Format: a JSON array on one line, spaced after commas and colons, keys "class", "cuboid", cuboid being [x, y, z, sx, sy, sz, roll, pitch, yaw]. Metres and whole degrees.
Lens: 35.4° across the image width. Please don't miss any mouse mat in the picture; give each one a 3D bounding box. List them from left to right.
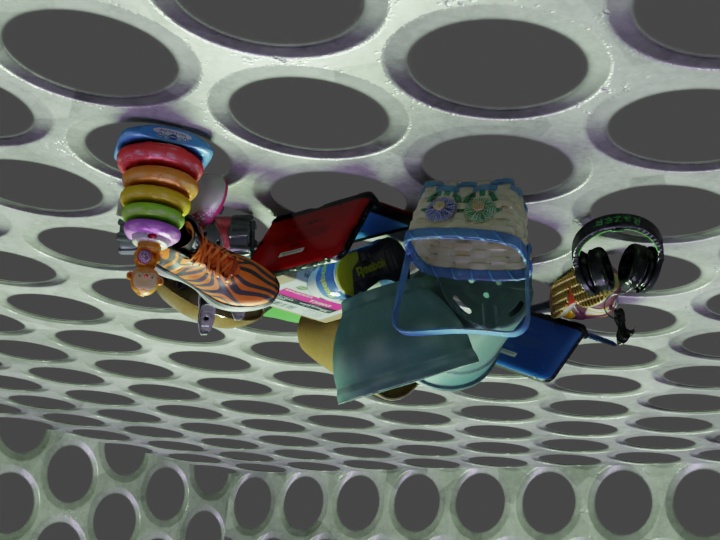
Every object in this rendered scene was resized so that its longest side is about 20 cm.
[{"class": "mouse mat", "cuboid": [-0.072, 0.083, 2.091, 0.199, 0.008, 0.161, 11, 161, -21]}]

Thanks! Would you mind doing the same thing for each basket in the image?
[{"class": "basket", "cuboid": [0.131, -0.013, 1.425, 0.175, 0.202, 0.139, -1, 161, 20]}]

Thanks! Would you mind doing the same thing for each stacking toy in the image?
[{"class": "stacking toy", "cuboid": [-0.252, -0.066, 1.369, 0.115, 0.202, 0.110, 12, 161, -18]}]

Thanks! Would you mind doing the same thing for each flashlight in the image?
[{"class": "flashlight", "cuboid": [-0.252, -0.046, 1.635, 0.198, 0.068, 0.068, -1, -165, 4]}]

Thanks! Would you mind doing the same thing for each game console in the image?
[{"class": "game console", "cuboid": [-0.036, -0.030, 1.571, 0.199, 0.173, 0.119, -13, 128, 43]}, {"class": "game console", "cuboid": [0.289, 0.124, 1.861, 0.199, 0.171, 0.119, 17, 148, 43]}]

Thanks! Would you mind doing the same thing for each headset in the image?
[{"class": "headset", "cuboid": [0.356, 0.010, 1.558, 0.123, 0.094, 0.201, -4, 138, 11]}]

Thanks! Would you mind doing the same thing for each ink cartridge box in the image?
[{"class": "ink cartridge box", "cuboid": [-0.082, 0.014, 1.773, 0.199, 0.076, 0.164, 18, 159, -32]}]

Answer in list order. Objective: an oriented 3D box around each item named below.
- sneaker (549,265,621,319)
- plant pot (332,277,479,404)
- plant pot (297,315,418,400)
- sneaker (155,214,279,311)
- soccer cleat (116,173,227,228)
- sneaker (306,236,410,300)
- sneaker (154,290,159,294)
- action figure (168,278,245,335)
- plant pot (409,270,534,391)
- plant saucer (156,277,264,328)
[{"class": "sneaker", "cuboid": [0.365, 0.031, 1.728, 0.089, 0.076, 0.200, 1, 170, -15]}, {"class": "plant pot", "cuboid": [0.047, 0.088, 1.526, 0.199, 0.135, 0.200, -16, 174, -2]}, {"class": "plant pot", "cuboid": [-0.007, 0.114, 1.932, 0.199, 0.188, 0.186, 6, 167, 41]}, {"class": "sneaker", "cuboid": [-0.200, -0.012, 1.471, 0.199, 0.078, 0.112, 19, 158, 1]}, {"class": "soccer cleat", "cuboid": [-0.258, -0.089, 1.514, 0.086, 0.070, 0.199, 20, 156, -36]}, {"class": "sneaker", "cuboid": [0.000, 0.000, 1.618, 0.082, 0.074, 0.199, -18, 175, 35]}, {"class": "sneaker", "cuboid": [-0.286, 0.038, 1.896, 0.085, 0.079, 0.200, -7, 159, 35]}, {"class": "action figure", "cuboid": [-0.219, 0.008, 1.666, 0.129, 0.200, 0.070, -10, 123, -9]}, {"class": "plant pot", "cuboid": [0.152, 0.051, 1.669, 0.199, 0.202, 0.196, 9, 153, -13]}, {"class": "plant saucer", "cuboid": [-0.248, 0.039, 1.765, 0.199, 0.036, 0.200, 27, -165, -8]}]
